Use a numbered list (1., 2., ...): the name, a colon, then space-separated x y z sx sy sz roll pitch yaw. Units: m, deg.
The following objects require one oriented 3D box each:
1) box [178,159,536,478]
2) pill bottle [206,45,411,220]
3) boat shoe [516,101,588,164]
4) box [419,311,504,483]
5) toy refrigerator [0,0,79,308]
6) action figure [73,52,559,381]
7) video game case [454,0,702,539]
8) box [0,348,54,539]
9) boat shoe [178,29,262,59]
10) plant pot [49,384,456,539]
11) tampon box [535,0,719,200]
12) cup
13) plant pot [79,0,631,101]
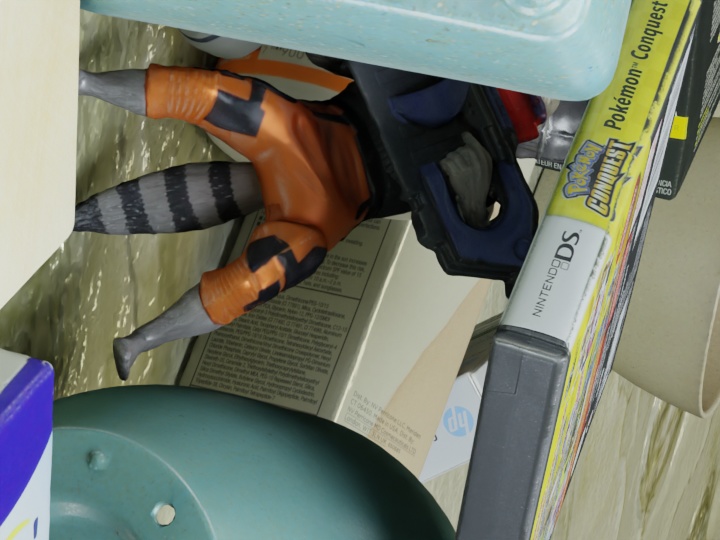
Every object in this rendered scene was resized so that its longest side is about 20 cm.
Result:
1. box: 0.000 0.000 1.218 0.078 0.095 0.200 36 72 -49
2. pill bottle: 0.017 -0.133 1.149 0.114 0.114 0.200 61 48 -69
3. boat shoe: 0.086 -0.116 1.205 0.074 0.060 0.200 103 -10 -45
4. box: 0.026 0.071 1.334 0.041 0.156 0.200 63 22 -2
5. toy refrigerator: -0.123 -0.091 0.770 0.070 0.076 0.200 -53 153 -53
6. action figure: -0.017 -0.068 0.999 0.105 0.193 0.200 133 -58 -75
7. video game case: 0.068 0.030 0.932 0.200 0.025 0.181 98 12 -46
8. box: -0.173 0.136 0.769 0.184 0.105 0.200 -54 154 -53
9. boat shoe: -0.038 -0.179 1.022 0.065 0.074 0.200 12 100 -45
10. plant pot: -0.075 0.130 0.961 0.161 0.200 0.201 35 72 -65
11. tampon box: 0.118 -0.163 1.404 0.200 0.150 0.126 89 21 -46
12. cup: 0.188 -0.017 1.806 0.200 0.143 0.201 16 90 -75
13. plant pot: 0.008 -0.152 0.821 0.200 0.196 0.196 -111 -148 -74
